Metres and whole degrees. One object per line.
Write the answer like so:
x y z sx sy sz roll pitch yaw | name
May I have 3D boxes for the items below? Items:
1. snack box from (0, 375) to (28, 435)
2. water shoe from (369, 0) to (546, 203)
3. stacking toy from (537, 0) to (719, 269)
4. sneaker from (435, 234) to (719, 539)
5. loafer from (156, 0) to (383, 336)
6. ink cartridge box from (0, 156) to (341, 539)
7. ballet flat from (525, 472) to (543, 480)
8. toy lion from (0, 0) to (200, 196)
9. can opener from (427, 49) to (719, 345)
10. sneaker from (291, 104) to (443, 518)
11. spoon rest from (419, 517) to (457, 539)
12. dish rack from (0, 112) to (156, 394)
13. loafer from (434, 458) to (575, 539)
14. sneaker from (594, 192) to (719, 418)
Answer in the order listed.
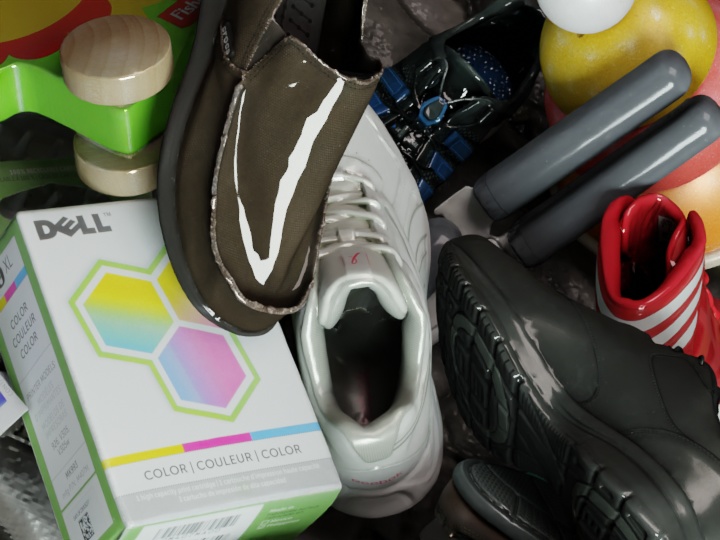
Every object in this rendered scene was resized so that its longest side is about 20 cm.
-0.220 -0.001 1.165 0.200 0.024 0.072 51 34 -5 | snack box
0.023 -0.075 1.404 0.071 0.079 0.200 42 48 2 | water shoe
0.135 -0.103 1.392 0.200 0.145 0.147 54 27 -53 | stacking toy
0.103 0.056 1.243 0.090 0.076 0.200 -24 57 -23 | sneaker
-0.032 -0.072 1.186 0.073 0.071 0.201 5 90 -44 | loafer
-0.095 0.024 1.221 0.103 0.059 0.201 -7 64 -33 | ink cartridge box
0.138 0.105 1.357 0.199 0.070 0.068 -11 68 -35 | ballet flat
-0.126 -0.125 1.278 0.191 0.069 0.200 27 50 29 | toy lion
0.076 -0.024 1.332 0.053 0.200 0.067 52 16 -9 | can opener
0.000 0.000 1.259 0.077 0.099 0.201 -11 71 -5 | sneaker
-0.006 0.148 1.233 0.199 0.099 0.061 -16 67 -49 | spoon rest
-0.135 -0.006 1.286 0.199 0.044 0.172 14 54 -23 | dish rack
0.108 0.150 1.287 0.199 0.063 0.072 28 20 -27 | loafer
0.154 0.015 1.358 0.078 0.116 0.200 10 18 13 | sneaker
